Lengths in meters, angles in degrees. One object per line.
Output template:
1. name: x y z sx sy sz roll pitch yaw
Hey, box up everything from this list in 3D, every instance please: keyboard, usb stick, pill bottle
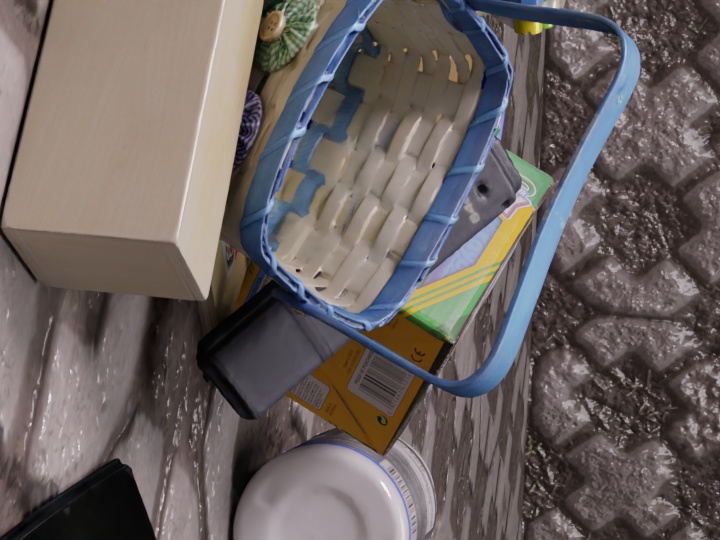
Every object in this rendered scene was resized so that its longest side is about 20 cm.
1. keyboard: -0.133 0.155 0.890 0.200 0.040 0.104 -28 100 -77
2. usb stick: 0.000 0.000 1.035 0.055 0.200 0.033 55 -12 -25
3. pill bottle: -0.010 0.164 1.325 0.200 0.114 0.114 -3 98 -80

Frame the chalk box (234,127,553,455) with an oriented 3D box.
1. chalk box: 0.023 -0.018 1.165 0.200 0.124 0.124 -56 175 -43

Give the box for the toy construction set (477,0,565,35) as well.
1. toy construction set: 0.087 -0.202 1.305 0.200 0.131 0.092 -53 141 -81

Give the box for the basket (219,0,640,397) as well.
1. basket: 0.014 -0.049 0.902 0.139 0.200 0.176 35 78 -56

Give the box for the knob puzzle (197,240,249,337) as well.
1. knob puzzle: -0.079 -0.093 1.033 0.220 0.030 0.220 4 90 -80

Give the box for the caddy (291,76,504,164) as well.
1. caddy: 0.021 -0.071 1.306 0.105 0.141 0.200 83 15 -70

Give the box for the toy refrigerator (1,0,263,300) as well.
1. toy refrigerator: -0.090 -0.092 0.848 0.070 0.076 0.200 73 23 -66

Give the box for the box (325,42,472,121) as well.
1. box: 0.001 -0.138 1.075 0.200 0.021 0.164 46 37 -38
